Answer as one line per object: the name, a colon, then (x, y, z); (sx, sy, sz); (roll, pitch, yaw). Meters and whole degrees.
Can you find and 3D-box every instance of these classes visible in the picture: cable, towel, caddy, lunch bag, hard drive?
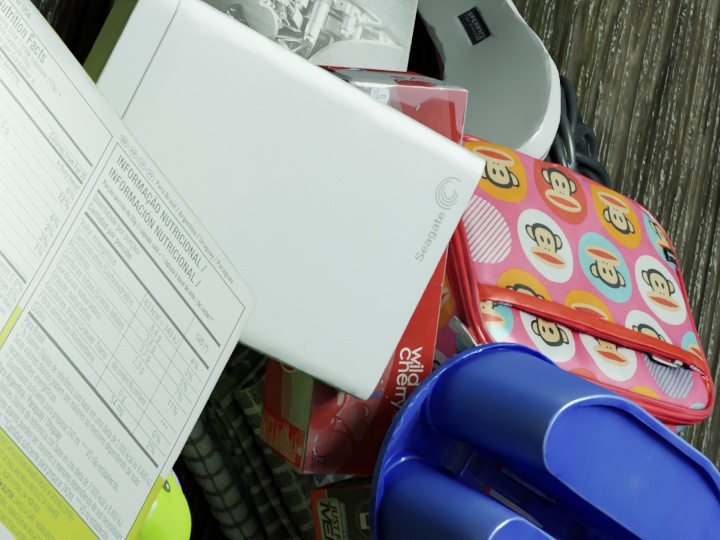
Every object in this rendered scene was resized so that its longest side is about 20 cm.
cable: (0.138, -0.032, 1.517); (0.200, 0.051, 0.164); (55, 28, -58)
towel: (-0.005, 0.080, 1.292); (0.200, 0.085, 0.166); (-51, 126, -43)
caddy: (0.091, 0.123, 1.158); (0.200, 0.105, 0.142); (37, 80, -40)
lunch bag: (0.101, 0.029, 1.267); (0.200, 0.082, 0.177); (18, 49, -39)
hard drive: (-0.049, -0.036, 1.079); (0.200, 0.027, 0.132); (27, 90, -29)

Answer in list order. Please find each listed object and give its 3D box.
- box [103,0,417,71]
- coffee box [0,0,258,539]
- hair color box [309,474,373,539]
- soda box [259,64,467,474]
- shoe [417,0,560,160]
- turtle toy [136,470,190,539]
box: (-0.045, -0.166, 1.219); (0.158, 0.048, 0.200); (25, 60, -26)
coffee box: (-0.199, 0.023, 0.928); (0.200, 0.199, 0.198); (54, 47, -36)
hair color box: (0.061, 0.153, 1.251); (0.200, 0.064, 0.111); (-9, 91, -55)
soda box: (0.000, 0.000, 1.163); (0.070, 0.063, 0.201); (2, 101, -26)
shoe: (0.088, -0.103, 1.388); (0.091, 0.071, 0.200); (57, 10, -39)
turtle toy: (-0.130, 0.129, 1.047); (0.200, 0.101, 0.146); (108, 0, -65)
